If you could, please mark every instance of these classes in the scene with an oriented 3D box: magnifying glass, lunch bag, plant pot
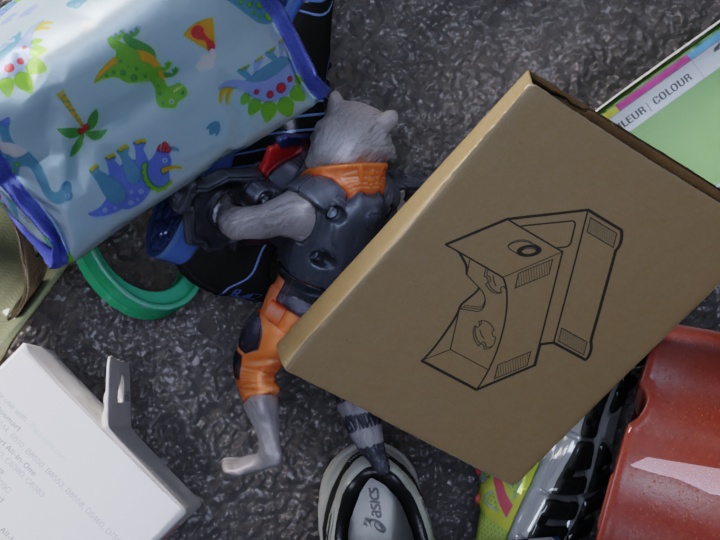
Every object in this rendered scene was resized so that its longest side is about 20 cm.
[{"bbox_3d":[-0.144,-0.067,1.350,0.080,0.022,0.200,-11,73,-44],"label":"magnifying glass"},{"bbox_3d":[-0.133,-0.103,1.252,0.170,0.200,0.127,-33,116,-9],"label":"lunch bag"},{"bbox_3d":[0.231,0.122,1.283,0.195,0.201,0.201,16,87,8],"label":"plant pot"}]

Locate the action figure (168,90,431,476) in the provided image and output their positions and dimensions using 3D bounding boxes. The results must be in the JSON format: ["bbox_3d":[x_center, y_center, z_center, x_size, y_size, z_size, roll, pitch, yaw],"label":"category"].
[{"bbox_3d":[0.000,0.000,1.291,0.200,0.105,0.194,-13,115,-39],"label":"action figure"}]

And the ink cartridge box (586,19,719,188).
[{"bbox_3d":[0.172,-0.073,1.279,0.148,0.200,0.076,-35,88,-2],"label":"ink cartridge box"}]

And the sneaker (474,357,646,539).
[{"bbox_3d":[0.091,0.090,1.341,0.090,0.078,0.200,21,93,27],"label":"sneaker"}]

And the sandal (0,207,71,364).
[{"bbox_3d":[-0.200,-0.010,1.317,0.080,0.057,0.201,19,58,3],"label":"sandal"}]

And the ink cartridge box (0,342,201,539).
[{"bbox_3d":[-0.183,0.135,1.300,0.200,0.129,0.125,-44,88,-2],"label":"ink cartridge box"}]

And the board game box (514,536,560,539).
[{"bbox_3d":[0.042,0.243,1.289,0.135,0.034,0.200,-2,109,-19],"label":"board game box"}]

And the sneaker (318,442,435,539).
[{"bbox_3d":[0.011,0.194,1.320,0.076,0.088,0.200,-11,89,-3],"label":"sneaker"}]

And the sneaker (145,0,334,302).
[{"bbox_3d":[-0.048,-0.079,1.350,0.078,0.070,0.200,29,78,-25],"label":"sneaker"}]

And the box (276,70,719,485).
[{"bbox_3d":[0.080,0.010,1.218,0.163,0.021,0.200,28,118,-29],"label":"box"}]
